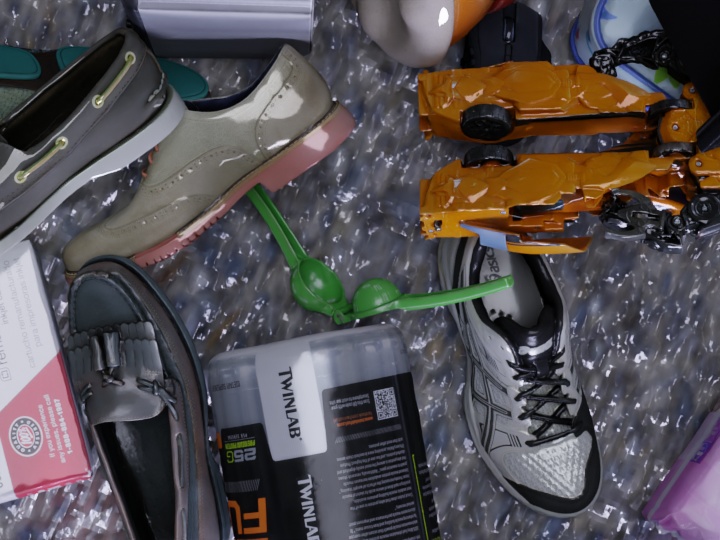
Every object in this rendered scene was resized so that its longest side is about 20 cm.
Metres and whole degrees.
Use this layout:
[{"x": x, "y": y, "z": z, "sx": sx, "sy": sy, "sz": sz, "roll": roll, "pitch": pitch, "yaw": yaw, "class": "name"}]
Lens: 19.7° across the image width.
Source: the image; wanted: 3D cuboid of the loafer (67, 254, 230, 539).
[{"x": -0.127, "y": 0.091, "z": 1.214, "sx": 0.072, "sy": 0.063, "sz": 0.201, "roll": -11, "pitch": 105, "yaw": 23, "class": "loafer"}]

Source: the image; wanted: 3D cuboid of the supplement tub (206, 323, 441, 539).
[{"x": -0.017, "y": 0.138, "z": 1.221, "sx": 0.122, "sy": 0.123, "sz": 0.201, "roll": -10, "pitch": 87, "yaw": -7, "class": "supplement tub"}]

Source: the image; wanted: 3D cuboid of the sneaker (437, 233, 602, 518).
[{"x": 0.097, "y": 0.058, "z": 1.256, "sx": 0.075, "sy": 0.088, "sz": 0.201, "roll": -21, "pitch": 90, "yaw": -9, "class": "sneaker"}]

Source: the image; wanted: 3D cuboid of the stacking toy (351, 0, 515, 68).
[{"x": 0.090, "y": -0.216, "z": 1.243, "sx": 0.199, "sy": 0.146, "sz": 0.147, "roll": -20, "pitch": 89, "yaw": -17, "class": "stacking toy"}]

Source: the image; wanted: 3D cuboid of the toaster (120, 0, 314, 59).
[{"x": -0.081, "y": -0.226, "z": 1.200, "sx": 0.118, "sy": 0.200, "sz": 0.182, "roll": 2, "pitch": 85, "yaw": -2, "class": "toaster"}]

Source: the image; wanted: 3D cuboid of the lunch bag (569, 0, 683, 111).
[{"x": 0.240, "y": -0.142, "z": 1.285, "sx": 0.200, "sy": 0.082, "sz": 0.161, "roll": 35, "pitch": 83, "yaw": -3, "class": "lunch bag"}]

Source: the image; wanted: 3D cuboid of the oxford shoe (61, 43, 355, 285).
[{"x": -0.103, "y": -0.062, "z": 1.236, "sx": 0.199, "sy": 0.071, "sz": 0.074, "roll": -33, "pitch": 106, "yaw": 5, "class": "oxford shoe"}]

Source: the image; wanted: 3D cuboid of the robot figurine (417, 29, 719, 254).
[{"x": 0.133, "y": -0.071, "z": 1.211, "sx": 0.199, "sy": 0.058, "sz": 0.146, "roll": -1, "pitch": 64, "yaw": 3, "class": "robot figurine"}]

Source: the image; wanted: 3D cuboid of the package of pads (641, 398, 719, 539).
[{"x": 0.278, "y": 0.109, "z": 1.278, "sx": 0.120, "sy": 0.076, "sz": 0.200, "roll": 37, "pitch": 84, "yaw": -5, "class": "package of pads"}]

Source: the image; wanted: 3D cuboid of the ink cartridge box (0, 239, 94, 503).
[{"x": -0.270, "y": 0.077, "z": 1.217, "sx": 0.199, "sy": 0.083, "sz": 0.148, "roll": -15, "pitch": 89, "yaw": -7, "class": "ink cartridge box"}]

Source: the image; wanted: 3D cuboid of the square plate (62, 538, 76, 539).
[{"x": -0.233, "y": 0.279, "z": 1.228, "sx": 0.197, "sy": 0.028, "sz": 0.201, "roll": -16, "pitch": 94, "yaw": -4, "class": "square plate"}]

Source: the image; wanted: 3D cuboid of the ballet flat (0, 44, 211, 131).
[{"x": -0.190, "y": -0.100, "z": 1.245, "sx": 0.199, "sy": 0.074, "sz": 0.075, "roll": 7, "pitch": 86, "yaw": -22, "class": "ballet flat"}]

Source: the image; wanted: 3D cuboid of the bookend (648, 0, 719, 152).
[{"x": 0.247, "y": -0.199, "z": 1.188, "sx": 0.198, "sy": 0.092, "sz": 0.201, "roll": -20, "pitch": 76, "yaw": -25, "class": "bookend"}]

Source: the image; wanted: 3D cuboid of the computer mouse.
[{"x": 0.096, "y": -0.177, "z": 1.297, "sx": 0.058, "sy": 0.034, "sz": 0.201, "roll": 5, "pitch": 85, "yaw": -5, "class": "computer mouse"}]

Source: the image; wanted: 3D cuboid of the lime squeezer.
[{"x": 0.000, "y": 0.000, "z": 1.258, "sx": 0.199, "sy": 0.038, "sz": 0.071, "roll": 23, "pitch": 98, "yaw": 25, "class": "lime squeezer"}]

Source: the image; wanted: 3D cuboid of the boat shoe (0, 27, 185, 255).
[{"x": -0.195, "y": -0.061, "z": 1.173, "sx": 0.201, "sy": 0.072, "sz": 0.060, "roll": -37, "pitch": 121, "yaw": -13, "class": "boat shoe"}]
